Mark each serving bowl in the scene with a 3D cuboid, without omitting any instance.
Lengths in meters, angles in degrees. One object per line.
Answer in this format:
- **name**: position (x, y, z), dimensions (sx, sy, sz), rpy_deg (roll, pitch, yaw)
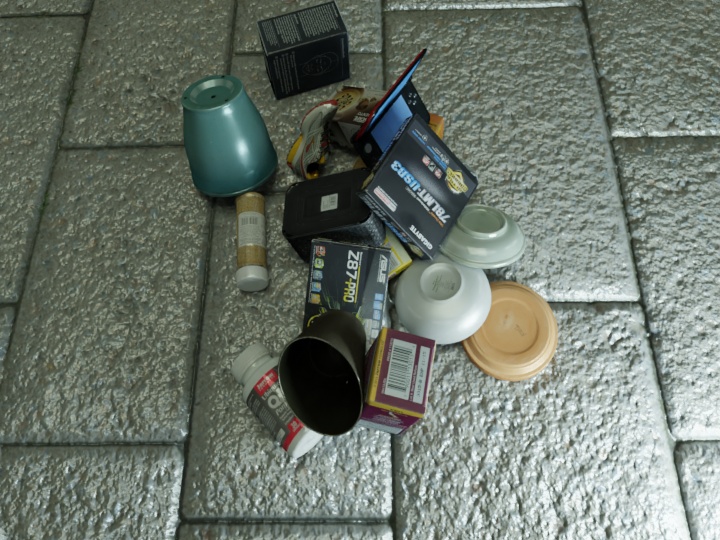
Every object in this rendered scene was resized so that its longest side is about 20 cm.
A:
- **serving bowl**: position (0.161, 0.039, 1.255), dimensions (0.193, 0.066, 0.205), rpy_deg (-5, 59, 8)

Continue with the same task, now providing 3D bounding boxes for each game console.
- **game console**: position (0.082, -0.302, 1.259), dimensions (0.117, 0.173, 0.201), rpy_deg (13, 59, 51)

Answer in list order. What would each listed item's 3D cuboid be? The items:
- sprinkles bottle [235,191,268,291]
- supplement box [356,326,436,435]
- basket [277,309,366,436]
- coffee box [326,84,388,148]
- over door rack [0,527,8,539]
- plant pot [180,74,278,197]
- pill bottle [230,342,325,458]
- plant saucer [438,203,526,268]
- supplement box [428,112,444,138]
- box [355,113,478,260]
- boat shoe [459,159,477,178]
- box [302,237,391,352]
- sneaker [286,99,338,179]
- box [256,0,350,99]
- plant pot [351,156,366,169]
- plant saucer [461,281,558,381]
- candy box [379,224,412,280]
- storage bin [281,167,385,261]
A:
- **sprinkles bottle**: position (-0.228, -0.062, 1.329), dimensions (0.066, 0.069, 0.206), rpy_deg (-5, 65, -1)
- **supplement box**: position (0.054, 0.202, 1.121), dimensions (0.100, 0.201, 0.135), rpy_deg (14, 66, -4)
- **basket**: position (-0.054, 0.158, 1.123), dimensions (0.133, 0.201, 0.184), rpy_deg (-22, 104, 14)
- **coffee box**: position (0.004, -0.334, 1.399), dimensions (0.197, 0.081, 0.114), rpy_deg (23, 65, 42)
- **over door rack**: position (-0.738, 0.463, 1.101), dimensions (0.197, 0.067, 0.149), rpy_deg (33, 69, 15)
- **plant pot**: position (-0.289, -0.296, 1.342), dimensions (0.193, 0.191, 0.204), rpy_deg (-5, 45, 5)
- **pill bottle**: position (-0.148, 0.233, 1.167), dimensions (0.110, 0.111, 0.200), rpy_deg (-41, 71, -16)
- **plant saucer**: position (0.244, -0.086, 1.295), dimensions (0.193, 0.051, 0.203), rpy_deg (1, 40, -1)
- **supplement box**: position (0.117, -0.247, 1.378), dimensions (0.065, 0.069, 0.204), rpy_deg (20, 69, 13)
- **box**: position (0.115, -0.162, 1.241), dimensions (0.200, 0.049, 0.201), rpy_deg (42, 68, -21)
- **boat shoe**: position (0.168, -0.159, 1.329), dimensions (0.199, 0.071, 0.071), rpy_deg (-39, 55, -19)
- **box**: position (-0.027, 0.048, 1.233), dimensions (0.156, 0.049, 0.207), rpy_deg (8, 98, 3)
- **sneaker**: position (-0.088, -0.282, 1.372), dimensions (0.082, 0.202, 0.077), rpy_deg (44, 44, 14)
- **box**: position (-0.130, -0.517, 1.492), dimensions (0.194, 0.149, 0.110), rpy_deg (-17, 65, -7)
- **plant pot**: position (0.073, -0.194, 1.406), dimensions (0.193, 0.028, 0.206), rpy_deg (0, 65, 1)
- **plant saucer**: position (0.294, 0.115, 1.255), dimensions (0.193, 0.033, 0.206), rpy_deg (0, 66, 1)
- **candy box**: position (0.000, 0.000, 1.293), dimensions (0.197, 0.026, 0.103), rpy_deg (-35, 64, 2)
- **storage bin**: position (-0.052, -0.114, 1.299), dimensions (0.194, 0.094, 0.139), rpy_deg (-10, 57, 19)
